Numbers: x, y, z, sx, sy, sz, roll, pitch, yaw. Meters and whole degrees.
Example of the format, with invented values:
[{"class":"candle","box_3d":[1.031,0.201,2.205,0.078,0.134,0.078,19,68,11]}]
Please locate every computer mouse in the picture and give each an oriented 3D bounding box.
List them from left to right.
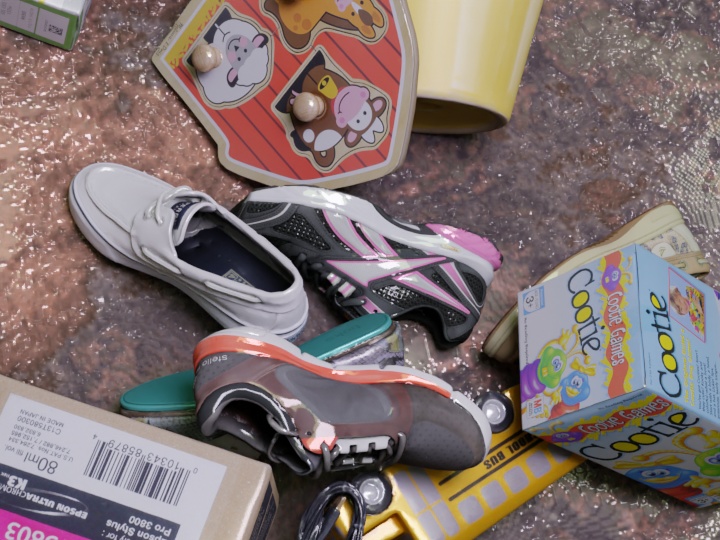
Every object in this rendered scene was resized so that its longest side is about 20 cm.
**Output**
[{"class":"computer mouse","box_3d":[-0.061,0.221,1.049,0.058,0.034,0.200,37,84,15]}]

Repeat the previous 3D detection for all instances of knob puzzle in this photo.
[{"class":"knob puzzle","box_3d":[-0.043,-0.142,1.136,0.221,0.219,0.030,57,28,10]}]

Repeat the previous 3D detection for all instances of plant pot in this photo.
[{"class":"plant pot","box_3d":[0.052,-0.205,1.191,0.198,0.201,0.191,7,84,-13]}]

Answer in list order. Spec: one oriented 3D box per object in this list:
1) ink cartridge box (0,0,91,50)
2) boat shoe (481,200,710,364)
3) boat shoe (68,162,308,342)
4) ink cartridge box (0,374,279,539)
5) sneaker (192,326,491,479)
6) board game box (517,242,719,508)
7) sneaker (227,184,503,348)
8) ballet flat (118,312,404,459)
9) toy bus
[{"class":"ink cartridge box","box_3d":[-0.281,-0.246,1.173,0.198,0.059,0.105,19,66,-8]},{"class":"boat shoe","box_3d":[0.175,0.018,1.196,0.199,0.073,0.063,-32,78,-24]},{"class":"boat shoe","box_3d":[-0.115,-0.026,1.112,0.199,0.066,0.074,30,56,15]},{"class":"ink cartridge box","box_3d":[-0.169,0.174,1.011,0.198,0.075,0.166,16,65,8]},{"class":"sneaker","box_3d":[-0.015,0.104,1.027,0.198,0.077,0.082,15,44,-7]},{"class":"board game box","box_3d":[0.209,0.077,1.116,0.199,0.103,0.106,26,53,-38]},{"class":"sneaker","box_3d":[0.000,0.000,1.154,0.198,0.080,0.087,14,77,-4]},{"class":"ballet flat","box_3d":[-0.061,0.089,1.104,0.198,0.072,0.073,-17,75,-8]},{"class":"toy bus","box_3d":[0.065,0.144,1.122,0.199,0.065,0.079,-31,82,-24]}]
